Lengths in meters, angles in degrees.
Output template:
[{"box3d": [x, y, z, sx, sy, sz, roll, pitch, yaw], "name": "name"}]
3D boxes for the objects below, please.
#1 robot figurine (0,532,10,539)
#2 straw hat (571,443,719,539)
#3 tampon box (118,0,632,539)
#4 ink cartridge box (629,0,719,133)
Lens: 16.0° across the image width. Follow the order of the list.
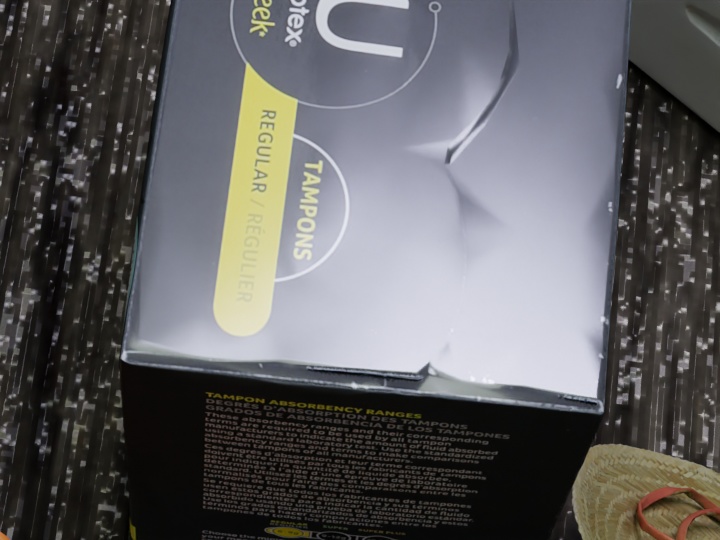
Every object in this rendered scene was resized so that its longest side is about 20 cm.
[{"box3d": [-0.170, 0.142, 0.679, 0.200, 0.117, 0.144, -25, 87, -6], "name": "robot figurine"}, {"box3d": [0.120, 0.147, 0.753, 0.201, 0.201, 0.085, 38, 108, 11], "name": "straw hat"}, {"box3d": [0.000, 0.000, 0.749, 0.126, 0.200, 0.150, 6, 66, -2], "name": "tampon box"}, {"box3d": [0.186, -0.130, 0.881, 0.145, 0.084, 0.200, 40, 69, 12], "name": "ink cartridge box"}]
